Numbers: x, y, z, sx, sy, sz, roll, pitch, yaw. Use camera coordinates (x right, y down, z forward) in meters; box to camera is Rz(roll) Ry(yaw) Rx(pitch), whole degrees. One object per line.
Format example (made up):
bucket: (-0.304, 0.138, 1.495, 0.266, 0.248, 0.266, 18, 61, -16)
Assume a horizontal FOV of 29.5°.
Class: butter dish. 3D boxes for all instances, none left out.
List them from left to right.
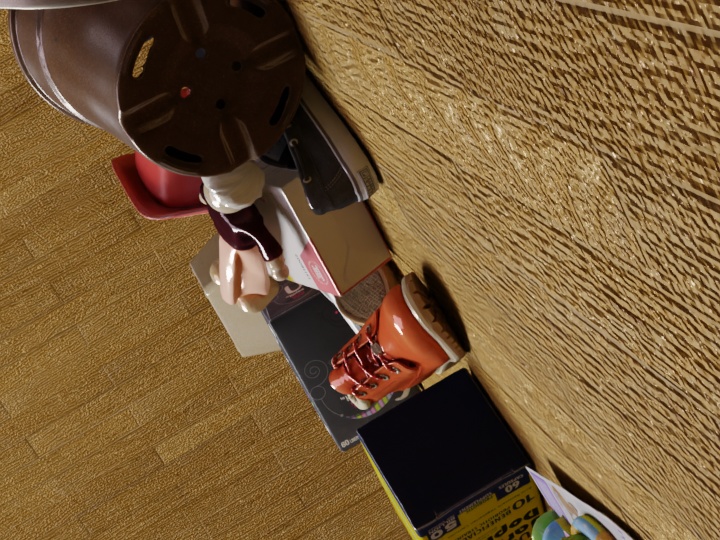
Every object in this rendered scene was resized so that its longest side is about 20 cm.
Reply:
butter dish: (-0.173, -0.157, 1.536, 0.200, 0.199, 0.148, -130, 35, -58)

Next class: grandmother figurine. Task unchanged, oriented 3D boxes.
grandmother figurine: (-0.107, -0.035, 1.198, 0.121, 0.061, 0.200, 34, 156, 20)

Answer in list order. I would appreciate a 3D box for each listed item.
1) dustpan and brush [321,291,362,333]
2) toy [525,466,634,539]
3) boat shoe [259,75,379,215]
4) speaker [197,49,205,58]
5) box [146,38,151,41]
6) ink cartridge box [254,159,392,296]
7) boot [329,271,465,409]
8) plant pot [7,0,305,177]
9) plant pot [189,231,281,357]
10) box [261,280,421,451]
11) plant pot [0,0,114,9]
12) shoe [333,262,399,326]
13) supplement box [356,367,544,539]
dustpan and brush: (-0.028, 0.018, 1.425, 0.200, 0.057, 0.140, 51, 175, 2)
toy: (0.158, 0.211, 0.932, 0.115, 0.047, 0.200, 59, 176, -11)
boat shoe: (-0.052, -0.106, 1.097, 0.200, 0.066, 0.070, 55, 172, 45)
speaker: (-0.128, -0.192, 1.279, 0.200, 0.081, 0.081, 56, 174, 44)
box: (-0.228, -0.300, 1.220, 0.050, 0.158, 0.200, 53, 171, 54)
ink cartridge box: (-0.068, -0.053, 1.259, 0.200, 0.067, 0.117, 15, 138, 59)
boot: (0.024, 0.067, 1.117, 0.075, 0.107, 0.200, 60, 174, 16)
plant pot: (-0.152, -0.176, 1.071, 0.198, 0.200, 0.200, 41, 161, 53)
plant pot: (-0.152, 0.020, 2.145, 0.200, 0.177, 0.200, 62, 175, -26)
box: (-0.025, 0.091, 1.618, 0.200, 0.122, 0.106, 62, 175, -25)
plant pot: (-0.173, -0.273, 0.819, 0.200, 0.200, 0.174, -128, 25, -57)
shoe: (0.000, 0.000, 1.307, 0.053, 0.070, 0.200, 13, -163, -29)
supplement box: (0.086, 0.193, 1.188, 0.110, 0.109, 0.200, 57, 174, 33)
